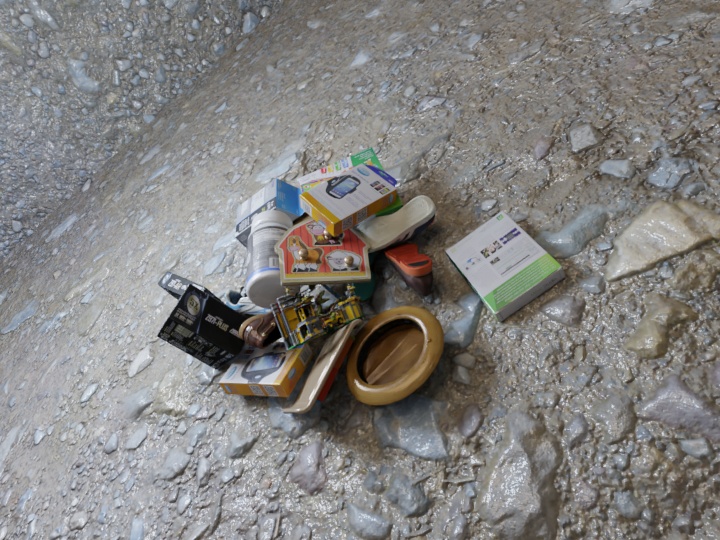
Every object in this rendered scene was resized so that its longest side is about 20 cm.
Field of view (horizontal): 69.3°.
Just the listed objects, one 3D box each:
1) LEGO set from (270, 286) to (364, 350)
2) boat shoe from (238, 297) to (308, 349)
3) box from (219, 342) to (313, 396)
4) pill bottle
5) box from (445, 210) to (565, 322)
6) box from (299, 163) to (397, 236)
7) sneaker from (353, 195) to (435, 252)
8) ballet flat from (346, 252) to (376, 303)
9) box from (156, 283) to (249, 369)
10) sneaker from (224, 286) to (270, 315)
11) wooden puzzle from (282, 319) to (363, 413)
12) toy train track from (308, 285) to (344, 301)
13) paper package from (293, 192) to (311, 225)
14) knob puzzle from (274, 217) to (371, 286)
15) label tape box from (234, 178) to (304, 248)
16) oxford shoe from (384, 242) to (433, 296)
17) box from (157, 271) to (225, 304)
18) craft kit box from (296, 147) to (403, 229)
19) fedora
[{"bbox_3d":[-0.092,0.069,1.018,0.152,0.117,0.200,-20,-8,-20],"label":"LEGO set"},{"bbox_3d":[-0.167,0.113,1.124,0.070,0.071,0.199,20,33,30],"label":"boat shoe"},{"bbox_3d":[-0.207,0.206,1.103,0.198,0.042,0.120,-5,35,31],"label":"box"},{"bbox_3d":[-0.189,-0.028,1.127,0.113,0.114,0.202,-24,47,16],"label":"pill bottle"},{"bbox_3d":[0.266,-0.013,0.983,0.144,0.036,0.201,-35,40,6],"label":"box"},{"bbox_3d":[-0.016,-0.158,1.109,0.199,0.042,0.119,-30,55,-29],"label":"box"},{"bbox_3d":[0.074,-0.084,1.126,0.198,0.085,0.076,-24,67,5],"label":"sneaker"},{"bbox_3d":[0.000,0.000,1.160,0.064,0.067,0.202,-39,31,45],"label":"ballet flat"},{"bbox_3d":[-0.346,0.131,1.155,0.200,0.163,0.087,-34,27,57],"label":"box"},{"bbox_3d":[-0.250,0.069,1.266,0.198,0.073,0.073,-8,48,30],"label":"sneaker"},{"bbox_3d":[-0.069,0.190,0.990,0.201,0.037,0.185,-56,5,-21],"label":"wooden puzzle"},{"bbox_3d":[-0.081,0.047,1.143,0.199,0.115,0.033,38,84,27],"label":"toy train track"},{"bbox_3d":[-0.113,-0.089,1.280,0.189,0.104,0.201,7,59,42],"label":"paper package"},{"bbox_3d":[-0.076,-0.053,1.054,0.216,0.031,0.221,3,44,-3],"label":"knob puzzle"},{"bbox_3d":[-0.218,-0.158,1.300,0.199,0.066,0.144,-35,35,17],"label":"label tape box"},{"bbox_3d":[0.097,-0.005,1.077,0.070,0.073,0.200,-15,21,-5],"label":"oxford shoe"},{"bbox_3d":[-0.393,0.082,1.292,0.199,0.160,0.044,15,64,44],"label":"box"},{"bbox_3d":[-0.026,-0.168,1.190,0.198,0.049,0.199,-24,59,-1],"label":"craft kit box"},{"bbox_3d":[0.069,0.162,0.937,0.198,0.082,0.202,-20,44,21],"label":"fedora"}]
